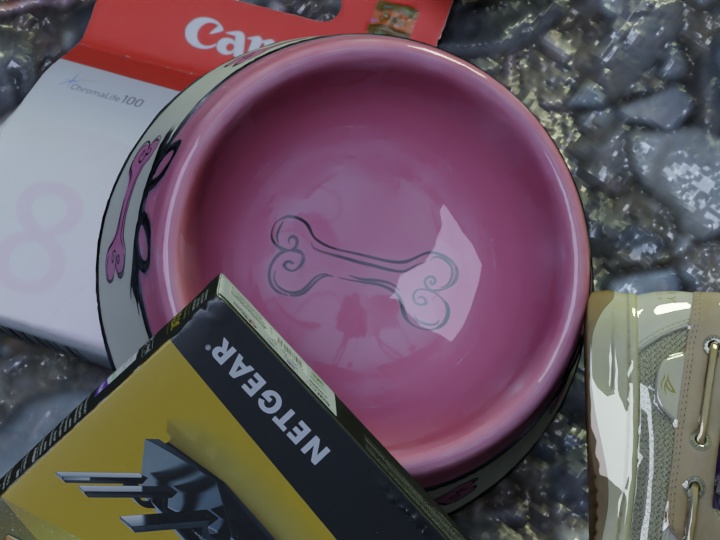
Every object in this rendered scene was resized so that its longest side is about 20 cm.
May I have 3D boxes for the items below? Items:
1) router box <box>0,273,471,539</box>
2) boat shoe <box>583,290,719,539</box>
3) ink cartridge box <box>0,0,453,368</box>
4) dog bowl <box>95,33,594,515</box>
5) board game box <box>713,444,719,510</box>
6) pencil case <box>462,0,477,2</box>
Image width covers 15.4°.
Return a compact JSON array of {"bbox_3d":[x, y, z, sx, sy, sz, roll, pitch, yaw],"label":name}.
[{"bbox_3d":[-0.040,0.128,0.957,0.157,0.052,0.200,-43,97,5],"label":"router box"},{"bbox_3d":[0.116,0.106,0.979,0.065,0.072,0.201,-2,79,5],"label":"boat shoe"},{"bbox_3d":[-0.067,-0.053,1.112,0.162,0.057,0.201,15,82,17],"label":"ink cartridge box"},{"bbox_3d":[0.000,0.000,1.026,0.199,0.074,0.201,2,81,-10],"label":"dog bowl"},{"bbox_3d":[0.223,0.123,1.000,0.199,0.032,0.121,9,79,15],"label":"board game box"},{"bbox_3d":[-0.006,-0.192,1.119,0.200,0.089,0.078,35,83,20],"label":"pencil case"}]
